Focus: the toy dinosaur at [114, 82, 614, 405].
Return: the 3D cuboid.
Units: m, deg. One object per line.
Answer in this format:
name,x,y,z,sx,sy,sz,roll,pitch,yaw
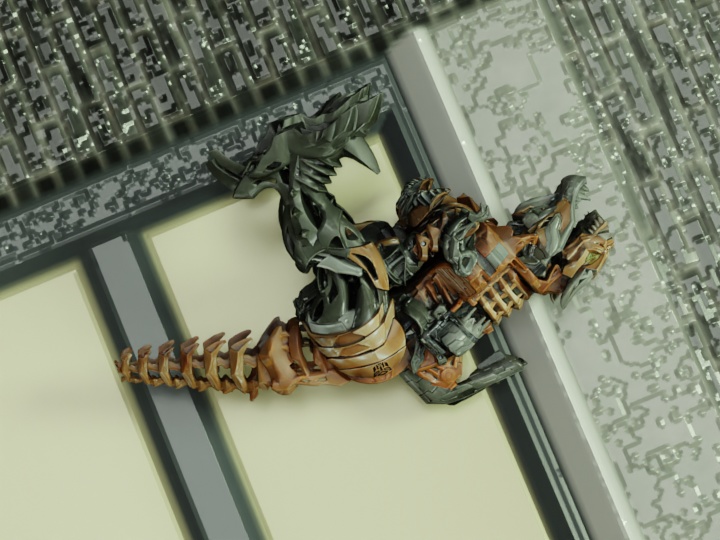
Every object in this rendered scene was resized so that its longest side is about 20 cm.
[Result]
toy dinosaur,0.000,0.000,0.986,0.200,0.102,0.136,-25,99,-23
